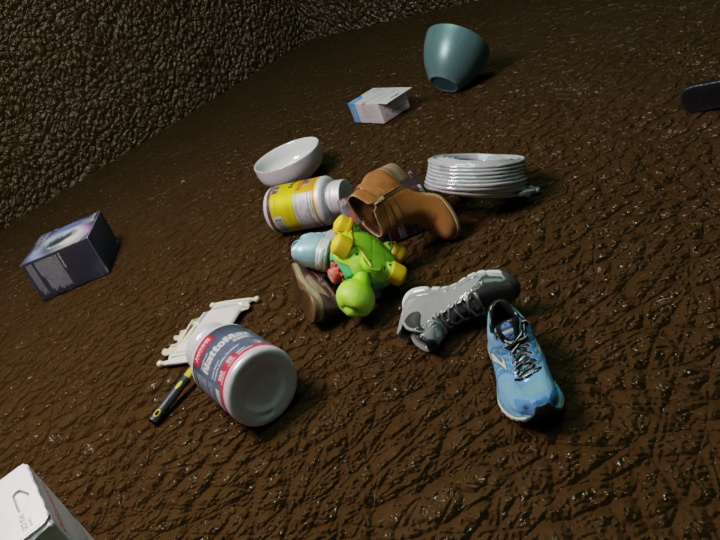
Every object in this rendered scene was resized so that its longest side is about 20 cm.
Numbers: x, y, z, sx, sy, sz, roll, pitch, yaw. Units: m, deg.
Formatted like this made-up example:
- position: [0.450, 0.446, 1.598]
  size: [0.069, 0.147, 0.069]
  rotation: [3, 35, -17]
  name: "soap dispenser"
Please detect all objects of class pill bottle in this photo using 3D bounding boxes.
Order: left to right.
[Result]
- position: [-0.196, 0.150, 1.031]
  size: [0.119, 0.121, 0.199]
  rotation: [-37, 30, -25]
  name: "pill bottle"
- position: [-0.116, -0.151, 1.501]
  size: [0.197, 0.111, 0.110]
  rotation: [-7, 31, 28]
  name: "pill bottle"

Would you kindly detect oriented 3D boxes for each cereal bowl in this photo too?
- position: [-0.189, -0.283, 1.813]
  size: [0.197, 0.084, 0.201]
  rotation: [-18, 28, 10]
  name: "cereal bowl"

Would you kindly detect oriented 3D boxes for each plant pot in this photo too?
- position: [0.268, -0.611, 1.955]
  size: [0.198, 0.198, 0.137]
  rotation: [13, 81, 48]
  name: "plant pot"

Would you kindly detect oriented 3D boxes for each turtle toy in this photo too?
- position: [0.000, 0.000, 1.143]
  size: [0.102, 0.144, 0.201]
  rotation: [-57, 14, 27]
  name: "turtle toy"

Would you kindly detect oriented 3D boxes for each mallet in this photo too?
- position: [-0.303, 0.175, 1.141]
  size: [0.065, 0.042, 0.200]
  rotation: [29, 55, 20]
  name: "mallet"

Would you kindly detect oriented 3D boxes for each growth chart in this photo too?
- position: [-0.296, 0.115, 1.277]
  size: [0.142, 0.018, 0.201]
  rotation: [-6, 33, 31]
  name: "growth chart"

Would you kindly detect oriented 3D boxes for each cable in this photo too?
- position: [0.223, -0.187, 1.282]
  size: [0.196, 0.071, 0.199]
  rotation: [-7, 18, -26]
  name: "cable"

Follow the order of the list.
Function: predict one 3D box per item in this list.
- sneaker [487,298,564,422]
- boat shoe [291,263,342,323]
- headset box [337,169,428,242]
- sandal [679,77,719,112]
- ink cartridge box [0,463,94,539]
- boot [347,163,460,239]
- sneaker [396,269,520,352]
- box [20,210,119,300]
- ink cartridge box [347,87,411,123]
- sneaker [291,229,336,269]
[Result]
- position: [0.193, 0.108, 0.837]
  size: [0.077, 0.091, 0.201]
  rotation: [-20, 29, 5]
  name: "sneaker"
- position: [-0.079, 0.036, 1.208]
  size: [0.071, 0.074, 0.200]
  rotation: [-8, 19, -16]
  name: "boat shoe"
- position: [0.043, -0.115, 1.353]
  size: [0.197, 0.076, 0.149]
  rotation: [-22, 29, 2]
  name: "headset box"
- position: [0.712, -0.347, 1.250]
  size: [0.198, 0.076, 0.045]
  rotation: [2, 37, 44]
  name: "sandal"
- position: [-0.335, 0.333, 0.731]
  size: [0.084, 0.203, 0.145]
  rotation: [-36, 30, -25]
  name: "ink cartridge box"
- position: [0.077, -0.098, 1.196]
  size: [0.155, 0.199, 0.074]
  rotation: [-43, -11, -48]
  name: "boot"
- position: [0.139, 0.072, 0.976]
  size: [0.197, 0.076, 0.116]
  rotation: [-16, 31, 35]
  name: "sneaker"
- position: [-0.793, -0.047, 1.824]
  size: [0.195, 0.125, 0.201]
  rotation: [-22, 28, -1]
  name: "box"
- position: [0.067, -0.504, 2.015]
  size: [0.115, 0.069, 0.199]
  rotation: [-36, 30, -23]
  name: "ink cartridge box"
- position: [-0.088, -0.046, 1.262]
  size: [0.080, 0.075, 0.200]
  rotation: [12, 4, 4]
  name: "sneaker"
